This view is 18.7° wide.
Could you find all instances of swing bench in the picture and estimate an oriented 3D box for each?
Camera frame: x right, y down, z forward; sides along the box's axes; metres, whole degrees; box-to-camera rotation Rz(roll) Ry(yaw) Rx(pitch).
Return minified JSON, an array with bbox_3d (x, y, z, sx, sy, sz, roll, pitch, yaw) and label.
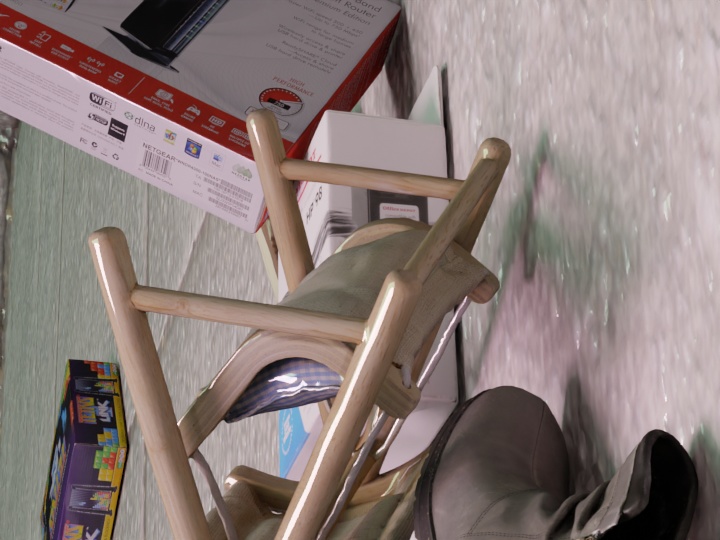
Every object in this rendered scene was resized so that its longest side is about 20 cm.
[{"bbox_3d":[-0.022,0.057,0.923,0.199,0.129,0.201,-51,-33,-66],"label":"swing bench"}]

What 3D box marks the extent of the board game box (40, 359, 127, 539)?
[{"bbox_3d":[-0.283,0.217,2.208,0.165,0.057,0.200,-108,27,-62],"label":"board game box"}]

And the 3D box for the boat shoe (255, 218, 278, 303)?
[{"bbox_3d":[-0.031,-0.011,1.273,0.076,0.071,0.200,94,172,-47],"label":"boat shoe"}]

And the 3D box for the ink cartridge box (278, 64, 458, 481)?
[{"bbox_3d":[0.000,0.000,1.131,0.116,0.067,0.200,117,155,-57],"label":"ink cartridge box"}]

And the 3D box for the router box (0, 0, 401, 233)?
[{"bbox_3d":[-0.103,-0.127,1.207,0.180,0.200,0.049,-56,-11,-47],"label":"router box"}]

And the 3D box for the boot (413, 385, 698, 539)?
[{"bbox_3d":[0.077,0.096,0.798,0.131,0.068,0.200,-41,19,36],"label":"boot"}]
